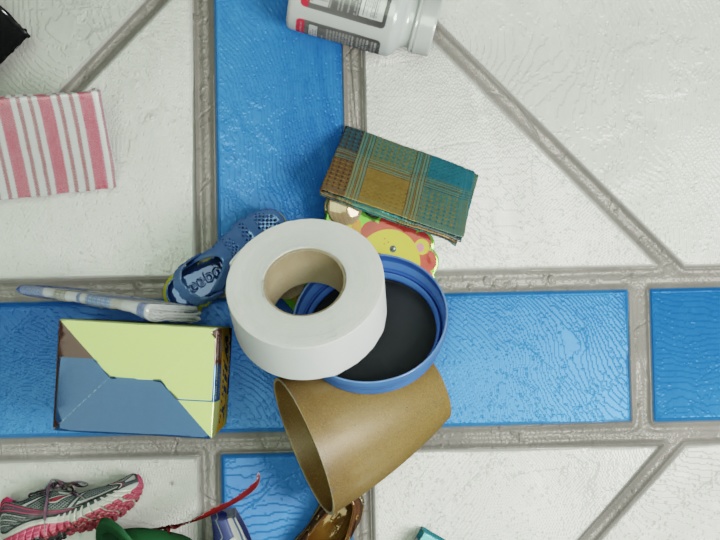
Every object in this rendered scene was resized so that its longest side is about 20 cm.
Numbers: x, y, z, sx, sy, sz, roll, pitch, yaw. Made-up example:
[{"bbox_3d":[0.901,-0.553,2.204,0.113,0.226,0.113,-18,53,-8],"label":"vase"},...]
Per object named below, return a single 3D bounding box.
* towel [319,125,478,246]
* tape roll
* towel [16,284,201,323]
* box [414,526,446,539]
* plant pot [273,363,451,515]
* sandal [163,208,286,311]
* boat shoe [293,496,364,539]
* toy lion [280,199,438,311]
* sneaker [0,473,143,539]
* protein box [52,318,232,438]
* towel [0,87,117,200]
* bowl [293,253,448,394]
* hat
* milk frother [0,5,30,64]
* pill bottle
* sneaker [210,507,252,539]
[{"bbox_3d":[0.054,-0.115,1.613,0.197,0.022,0.148,19,45,1],"label":"towel"},{"bbox_3d":[-0.067,0.033,1.498,0.199,0.071,0.205,-3,52,3],"label":"tape roll"},{"bbox_3d":[-0.320,0.043,1.547,0.197,0.147,0.024,8,89,19],"label":"towel"},{"bbox_3d":[0.150,0.432,1.616,0.198,0.049,0.083,29,87,0],"label":"box"},{"bbox_3d":[0.012,0.188,1.572,0.198,0.186,0.189,-23,88,-15],"label":"plant pot"},{"bbox_3d":[-0.179,-0.010,1.610,0.199,0.087,0.080,-40,87,-4],"label":"sandal"},{"bbox_3d":[-0.060,0.379,1.604,0.071,0.068,0.202,29,87,0],"label":"boat shoe"},{"bbox_3d":[0.000,0.000,1.631,0.191,0.069,0.201,40,87,-7],"label":"toy lion"},{"bbox_3d":[-0.384,0.308,1.595,0.197,0.081,0.076,-18,68,-7],"label":"sneaker"},{"bbox_3d":[-0.272,0.135,1.542,0.195,0.200,0.137,3,88,-1],"label":"protein box"},{"bbox_3d":[-0.430,-0.169,1.601,0.196,0.030,0.148,-5,124,-5],"label":"towel"},{"bbox_3d":[0.014,0.069,1.533,0.197,0.040,0.203,-3,52,3],"label":"bowl"},{"bbox_3d":[-0.228,0.363,1.587,0.175,0.199,0.168,-27,108,-32],"label":"hat"},{"bbox_3d":[-0.573,-0.317,1.568,0.200,0.181,0.188,42,86,5],"label":"milk frother"},{"bbox_3d":[0.006,-0.353,1.616,0.197,0.111,0.112,16,87,-1],"label":"pill bottle"},{"bbox_3d":[-0.184,0.427,1.592,0.113,0.081,0.203,-16,90,-4],"label":"sneaker"}]
